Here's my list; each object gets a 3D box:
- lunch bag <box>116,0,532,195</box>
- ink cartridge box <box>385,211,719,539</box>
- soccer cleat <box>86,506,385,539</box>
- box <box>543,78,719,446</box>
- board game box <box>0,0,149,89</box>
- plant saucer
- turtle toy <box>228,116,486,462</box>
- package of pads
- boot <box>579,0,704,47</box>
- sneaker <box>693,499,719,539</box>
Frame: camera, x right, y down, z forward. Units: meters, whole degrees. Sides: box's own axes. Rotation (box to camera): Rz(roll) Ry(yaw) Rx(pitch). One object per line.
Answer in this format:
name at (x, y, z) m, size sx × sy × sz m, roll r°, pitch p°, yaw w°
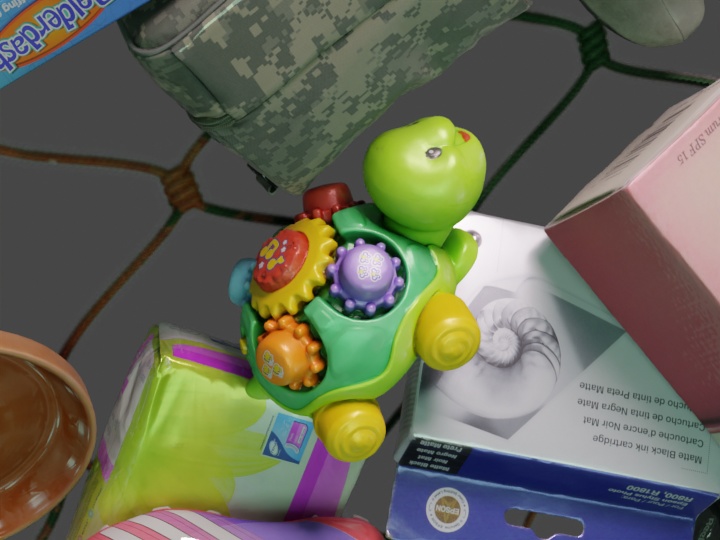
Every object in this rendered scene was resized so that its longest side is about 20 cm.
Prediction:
lunch bag at (-0.019, -0.147, 0.865) m, size 0.200 × 0.140 × 0.168 m, roll -37°, pitch 131°, yaw 9°
ink cartridge box at (0.124, 0.077, 0.971) m, size 0.198 × 0.041 × 0.201 m, roll 11°, pitch 76°, yaw -9°
soccer cleat at (-0.075, 0.182, 0.949) m, size 0.198 × 0.077 × 0.067 m, roll 0°, pitch 113°, yaw -12°
box at (0.227, 0.002, 0.932) m, size 0.128 × 0.109 × 0.200 m, roll -42°, pitch 94°, yaw -22°
board game box at (-0.168, -0.166, 0.820) m, size 0.199 × 0.152 × 0.045 m, roll -29°, pitch 132°, yaw 3°
plant saucer at (-0.256, 0.102, 0.947) m, size 0.199 × 0.032 × 0.201 m, roll -15°, pitch 139°, yaw -13°
turtle toy at (0.000, 0.000, 0.916) m, size 0.200 × 0.146 × 0.101 m, roll -45°, pitch 126°, yaw 11°
package of pads at (-0.095, 0.143, 1.008) m, size 0.154 × 0.068 × 0.201 m, roll 17°, pitch 108°, yaw -17°
boot at (0.137, -0.188, 0.877) m, size 0.068 × 0.131 × 0.200 m, roll -34°, pitch 114°, yaw 8°
sneaker at (0.206, 0.151, 1.076) m, size 0.087 × 0.076 × 0.201 m, roll -9°, pitch 116°, yaw -27°
